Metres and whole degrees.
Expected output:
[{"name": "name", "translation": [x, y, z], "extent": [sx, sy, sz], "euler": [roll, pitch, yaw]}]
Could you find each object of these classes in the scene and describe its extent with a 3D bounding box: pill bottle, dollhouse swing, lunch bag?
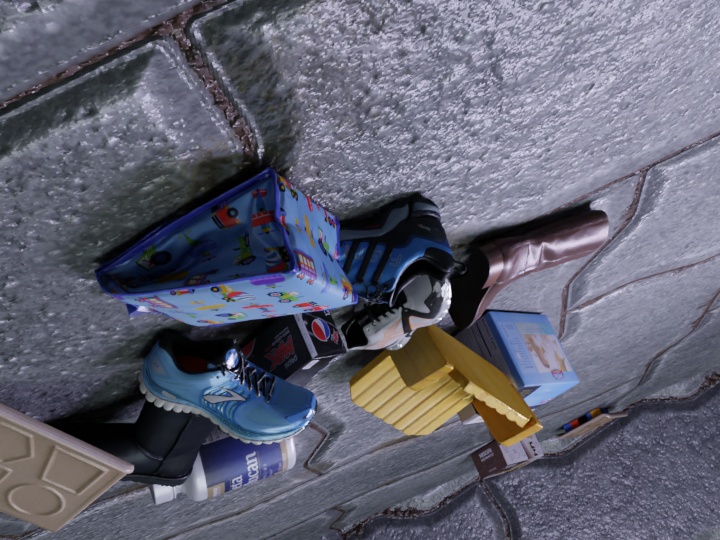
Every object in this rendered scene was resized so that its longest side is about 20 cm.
[{"name": "pill bottle", "translation": [-0.197, 0.250, 1.169], "extent": [0.197, 0.112, 0.111], "euler": [-15, 156, -20]}, {"name": "dollhouse swing", "translation": [0.104, 0.192, 1.186], "extent": [0.199, 0.182, 0.176], "euler": [35, 103, -30]}, {"name": "lunch bag", "translation": [-0.124, 0.007, 0.757], "extent": [0.197, 0.096, 0.150], "euler": [-20, 162, 15]}]

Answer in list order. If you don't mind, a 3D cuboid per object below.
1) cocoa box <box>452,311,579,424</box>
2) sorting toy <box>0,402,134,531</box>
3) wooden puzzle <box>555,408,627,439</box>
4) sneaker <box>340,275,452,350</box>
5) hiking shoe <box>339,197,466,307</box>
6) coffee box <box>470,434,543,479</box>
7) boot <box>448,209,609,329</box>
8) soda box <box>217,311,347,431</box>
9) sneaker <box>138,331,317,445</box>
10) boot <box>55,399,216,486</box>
[{"name": "cocoa box", "translation": [0.236, 0.156, 1.367], "extent": [0.131, 0.135, 0.198], "euler": [-38, 154, 30]}, {"name": "sorting toy", "translation": [-0.373, 0.213, 0.932], "extent": [0.184, 0.037, 0.199], "euler": [34, 127, -28]}, {"name": "wooden puzzle", "translation": [0.749, 0.493, 2.758], "extent": [0.199, 0.047, 0.184], "euler": [-32, 157, 29]}, {"name": "sneaker", "translation": [0.041, 0.047, 1.014], "extent": [0.079, 0.075, 0.201], "euler": [-8, 152, -30]}, {"name": "hiking shoe", "translation": [0.000, 0.000, 0.847], "extent": [0.197, 0.088, 0.075], "euler": [-25, 158, 1]}, {"name": "coffee box", "translation": [0.435, 0.546, 2.505], "extent": [0.198, 0.081, 0.113], "euler": [2, 148, -47]}, {"name": "boot", "translation": [0.219, -0.003, 1.107], "extent": [0.197, 0.065, 0.187], "euler": [-20, 160, -22]}, {"name": "soda box", "translation": [-0.108, 0.119, 1.019], "extent": [0.063, 0.072, 0.199], "euler": [-4, 151, -50]}, {"name": "sneaker", "translation": [-0.139, 0.122, 0.914], "extent": [0.197, 0.079, 0.091], "euler": [17, 128, -10]}, {"name": "boot", "translation": [-0.262, 0.176, 0.998], "extent": [0.197, 0.077, 0.169], "euler": [14, 125, -28]}]
